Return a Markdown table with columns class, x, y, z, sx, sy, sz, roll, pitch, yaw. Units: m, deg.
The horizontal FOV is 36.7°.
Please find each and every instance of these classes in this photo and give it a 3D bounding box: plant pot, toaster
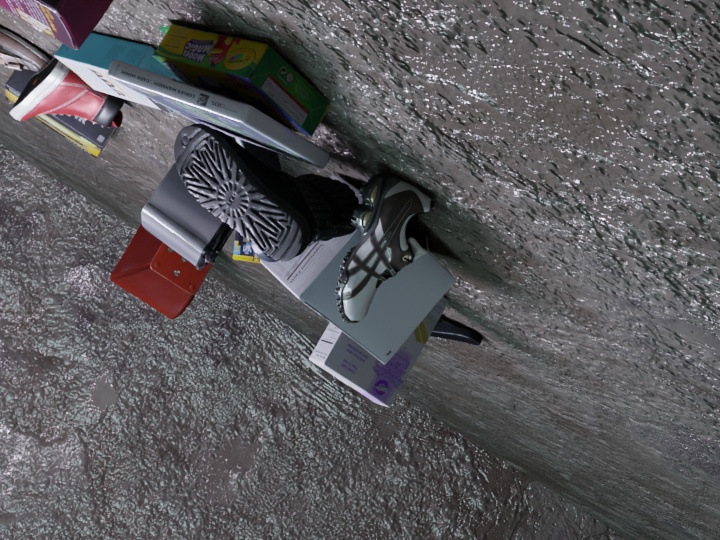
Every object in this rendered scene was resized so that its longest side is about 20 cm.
| class | x | y | z | sx | sy | sz | roll | pitch | yaw |
| --- | --- | --- | --- | --- | --- | --- | --- | --- | --- |
| plant pot | -0.464 | -0.017 | 2.686 | 0.200 | 0.200 | 0.176 | 35 | 157 | -22 |
| toaster | -0.211 | -0.106 | 1.520 | 0.119 | 0.181 | 0.200 | 33 | 170 | -6 |

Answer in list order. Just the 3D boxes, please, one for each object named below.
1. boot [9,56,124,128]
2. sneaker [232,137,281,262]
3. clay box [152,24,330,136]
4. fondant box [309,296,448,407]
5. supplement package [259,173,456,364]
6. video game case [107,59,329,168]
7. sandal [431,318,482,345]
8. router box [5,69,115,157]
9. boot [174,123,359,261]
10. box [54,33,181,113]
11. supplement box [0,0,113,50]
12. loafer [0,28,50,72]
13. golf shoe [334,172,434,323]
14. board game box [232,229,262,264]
| class | x | y | z | sx | sy | sz | roll | pitch | yaw |
| --- | --- | --- | --- | --- | --- | --- | --- | --- | --- |
| boot | -0.463 | -0.257 | 1.732 | 0.144 | 0.073 | 0.200 | 34 | 148 | -30 |
| sneaker | -0.137 | -0.087 | 1.383 | 0.070 | 0.200 | 0.082 | 12 | 143 | -38 |
| clay box | -0.140 | -0.211 | 1.189 | 0.200 | 0.048 | 0.115 | 20 | 167 | 43 |
| fondant box | 0.031 | 0.093 | 1.714 | 0.144 | 0.200 | 0.058 | 35 | 169 | -27 |
| supplement package | 0.000 | 0.000 | 1.443 | 0.200 | 0.156 | 0.111 | 41 | 180 | -43 |
| video game case | -0.151 | -0.169 | 1.194 | 0.182 | 0.023 | 0.200 | 21 | 180 | 24 |
| sandal | 0.121 | 0.089 | 1.905 | 0.200 | 0.045 | 0.075 | 11 | 168 | 21 |
| router box | -0.547 | -0.289 | 1.980 | 0.200 | 0.052 | 0.157 | 34 | 169 | -14 |
| boot | -0.109 | -0.102 | 1.293 | 0.211 | 0.079 | 0.158 | 45 | -149 | 6 |
| box | -0.316 | -0.266 | 1.434 | 0.200 | 0.049 | 0.082 | 22 | 166 | 43 |
| supplement box | -0.372 | -0.336 | 1.160 | 0.200 | 0.086 | 0.110 | 31 | 169 | 2 |
| loafer | -0.592 | -0.359 | 1.744 | 0.200 | 0.063 | 0.072 | 30 | 169 | 3 |
| golf shoe | 0.029 | -0.014 | 1.303 | 0.094 | 0.200 | 0.078 | 19 | -151 | 9 |
| board game box | -0.068 | -0.030 | 1.595 | 0.200 | 0.057 | 0.165 | 5 | -178 | -24 |
